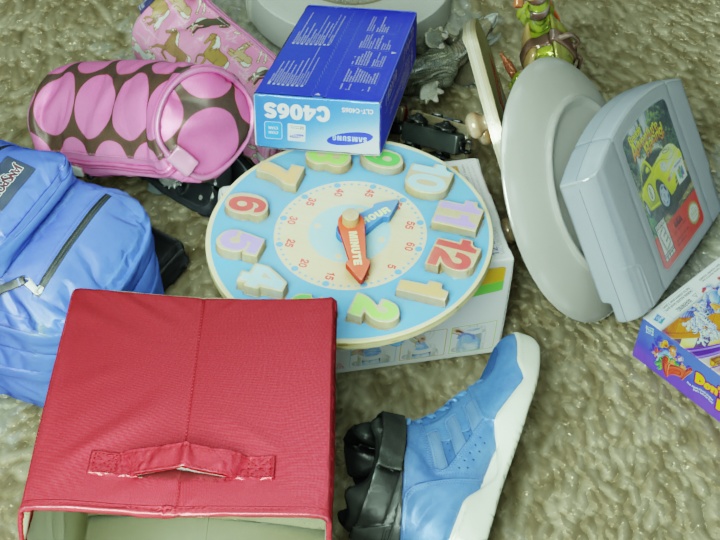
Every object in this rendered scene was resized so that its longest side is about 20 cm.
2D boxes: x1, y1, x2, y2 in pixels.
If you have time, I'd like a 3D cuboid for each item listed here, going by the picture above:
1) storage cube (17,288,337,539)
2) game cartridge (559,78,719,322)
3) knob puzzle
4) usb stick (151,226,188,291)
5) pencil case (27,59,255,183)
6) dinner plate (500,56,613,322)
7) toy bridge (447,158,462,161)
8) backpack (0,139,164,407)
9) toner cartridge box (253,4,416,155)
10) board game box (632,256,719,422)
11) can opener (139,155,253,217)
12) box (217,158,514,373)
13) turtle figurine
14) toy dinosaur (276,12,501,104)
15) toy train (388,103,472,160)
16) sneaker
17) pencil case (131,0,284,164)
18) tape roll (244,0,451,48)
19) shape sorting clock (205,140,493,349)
[{"bbox_3d":[-0.100,0.136,0.856,0.169,0.201,0.181,2,40,-1],"label":"storage cube"},{"bbox_3d":[0.217,-0.066,1.083,0.041,0.134,0.200,-15,19,38],"label":"game cartridge"},{"bbox_3d":[0.101,-0.105,1.092,0.030,0.221,0.221,-15,47,10],"label":"knob puzzle"},{"bbox_3d":[-0.226,-0.038,1.116,0.199,0.033,0.056,26,58,19],"label":"usb stick"},{"bbox_3d":[-0.169,-0.108,1.061,0.199,0.091,0.094,5,49,48],"label":"pencil case"},{"bbox_3d":[0.167,-0.062,1.063,0.024,0.201,0.201,-9,37,36],"label":"dinner plate"},{"bbox_3d":[-0.003,-0.053,1.121,0.198,0.028,0.067,-15,6,-18],"label":"toy bridge"},{"bbox_3d":[-0.245,-0.001,0.992,0.198,0.169,0.163,20,56,12],"label":"backpack"},{"bbox_3d":[-0.015,-0.150,1.087,0.094,0.044,0.200,4,29,9],"label":"toner cartridge box"},{"bbox_3d":[0.321,0.039,1.068,0.199,0.045,0.134,-33,57,-29],"label":"board game box"},{"bbox_3d":[-0.176,-0.102,1.170,0.199,0.079,0.064,28,90,25],"label":"can opener"},{"bbox_3d":[0.000,0.000,1.046,0.198,0.102,0.113,-7,47,-9],"label":"box"},{"bbox_3d":[0.149,-0.162,1.157,0.064,0.201,0.163,-2,60,3],"label":"turtle figurine"},{"bbox_3d":[0.030,-0.175,1.234,0.198,0.102,0.078,-10,92,3],"label":"toy dinosaur"},{"bbox_3d":[0.015,-0.128,1.187,0.199,0.034,0.046,21,20,33],"label":"toy train"},{"bbox_3d":[0.050,0.109,0.965,0.110,0.077,0.201,21,56,3],"label":"sneaker"},{"bbox_3d":[-0.107,-0.161,1.198,0.083,0.087,0.200,-35,61,-23],"label":"pencil case"},{"bbox_3d":[-0.012,-0.269,1.337,0.200,0.037,0.204,1,48,-2],"label":"tape roll"},{"bbox_3d":[-0.007,-0.025,0.972,0.197,0.039,0.201,2,46,-2],"label":"shape sorting clock"}]
